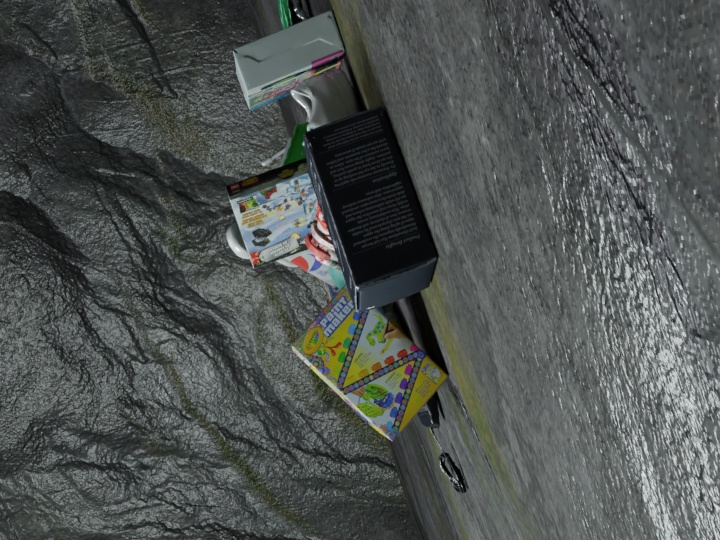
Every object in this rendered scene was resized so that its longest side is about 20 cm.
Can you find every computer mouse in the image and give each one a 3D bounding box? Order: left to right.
[{"bbox_3d":[0.127,0.255,1.768,0.203,0.034,0.059,67,159,-1],"label":"computer mouse"}]

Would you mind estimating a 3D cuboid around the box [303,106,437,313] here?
[{"bbox_3d":[0.010,-0.069,1.355,0.148,0.103,0.203,93,158,-78],"label":"box"}]

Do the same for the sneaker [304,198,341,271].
[{"bbox_3d":[-0.040,-0.072,1.589,0.068,0.107,0.202,54,-177,36],"label":"sneaker"}]

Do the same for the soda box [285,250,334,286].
[{"bbox_3d":[-0.083,-0.046,1.836,0.199,0.063,0.069,31,-138,-48],"label":"soda box"}]

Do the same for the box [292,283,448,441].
[{"bbox_3d":[0.008,0.132,1.621,0.192,0.122,0.200,43,174,2],"label":"box"}]

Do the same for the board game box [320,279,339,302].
[{"bbox_3d":[-0.048,0.034,2.121,0.201,0.034,0.137,-115,7,-49],"label":"board game box"}]

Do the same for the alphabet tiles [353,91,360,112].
[{"bbox_3d":[0.003,-0.171,1.617,0.196,0.014,0.203,-116,8,-63],"label":"alphabet tiles"}]

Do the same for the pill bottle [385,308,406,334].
[{"bbox_3d":[0.025,0.121,1.937,0.201,0.107,0.111,-115,7,-57],"label":"pill bottle"}]

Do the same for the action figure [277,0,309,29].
[{"bbox_3d":[-0.102,-0.391,1.784,0.118,0.054,0.204,-115,15,-68],"label":"action figure"}]

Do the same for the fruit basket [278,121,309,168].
[{"bbox_3d":[-0.059,-0.132,1.808,0.202,0.092,0.187,69,-154,-43],"label":"fruit basket"}]

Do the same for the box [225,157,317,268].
[{"bbox_3d":[-0.085,-0.095,1.645,0.040,0.197,0.138,-115,7,-47],"label":"box"}]

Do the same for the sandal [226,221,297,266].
[{"bbox_3d":[-0.159,-0.044,1.824,0.202,0.049,0.084,13,-123,-58],"label":"sandal"}]

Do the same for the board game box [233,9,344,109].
[{"bbox_3d":[-0.102,-0.293,1.588,0.200,0.145,0.065,-160,48,-85],"label":"board game box"}]

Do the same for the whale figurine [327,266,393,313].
[{"bbox_3d":[0.000,0.000,1.771,0.200,0.102,0.161,89,161,-71],"label":"whale figurine"}]

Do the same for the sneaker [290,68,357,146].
[{"bbox_3d":[-0.031,-0.169,1.496,0.202,0.087,0.075,65,160,19],"label":"sneaker"}]

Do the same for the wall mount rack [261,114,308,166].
[{"bbox_3d":[-0.106,-0.236,1.955,0.201,0.073,0.176,-117,44,-63],"label":"wall mount rack"}]
